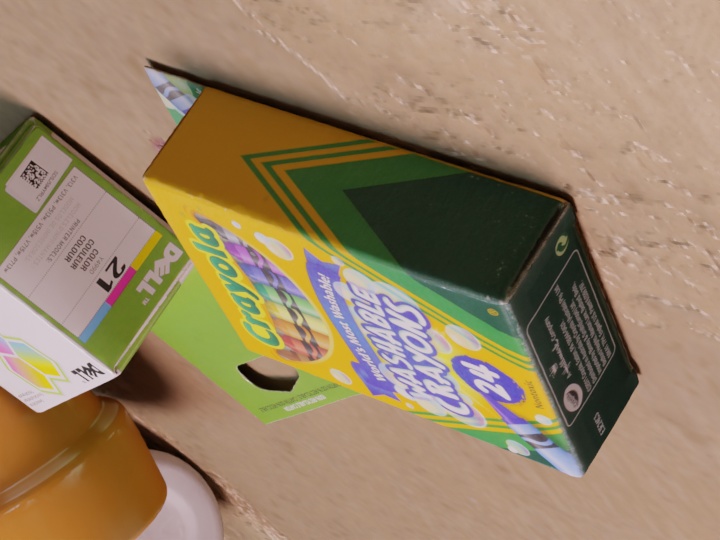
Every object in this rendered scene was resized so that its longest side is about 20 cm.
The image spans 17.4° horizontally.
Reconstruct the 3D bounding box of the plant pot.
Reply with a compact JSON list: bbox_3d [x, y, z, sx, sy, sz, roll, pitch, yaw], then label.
[{"bbox_3d":[-0.229,0.079,1.230,0.200,0.200,0.184,-6,112,58],"label":"plant pot"}]

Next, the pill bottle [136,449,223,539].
[{"bbox_3d":[-0.170,0.161,1.435,0.104,0.104,0.200,41,157,-20],"label":"pill bottle"}]

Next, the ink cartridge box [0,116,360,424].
[{"bbox_3d":[-0.116,0.031,1.116,0.200,0.076,0.148,39,158,-11],"label":"ink cartridge box"}]

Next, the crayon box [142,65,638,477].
[{"bbox_3d":[0.000,0.000,0.920,0.199,0.052,0.126,20,155,31],"label":"crayon box"}]
